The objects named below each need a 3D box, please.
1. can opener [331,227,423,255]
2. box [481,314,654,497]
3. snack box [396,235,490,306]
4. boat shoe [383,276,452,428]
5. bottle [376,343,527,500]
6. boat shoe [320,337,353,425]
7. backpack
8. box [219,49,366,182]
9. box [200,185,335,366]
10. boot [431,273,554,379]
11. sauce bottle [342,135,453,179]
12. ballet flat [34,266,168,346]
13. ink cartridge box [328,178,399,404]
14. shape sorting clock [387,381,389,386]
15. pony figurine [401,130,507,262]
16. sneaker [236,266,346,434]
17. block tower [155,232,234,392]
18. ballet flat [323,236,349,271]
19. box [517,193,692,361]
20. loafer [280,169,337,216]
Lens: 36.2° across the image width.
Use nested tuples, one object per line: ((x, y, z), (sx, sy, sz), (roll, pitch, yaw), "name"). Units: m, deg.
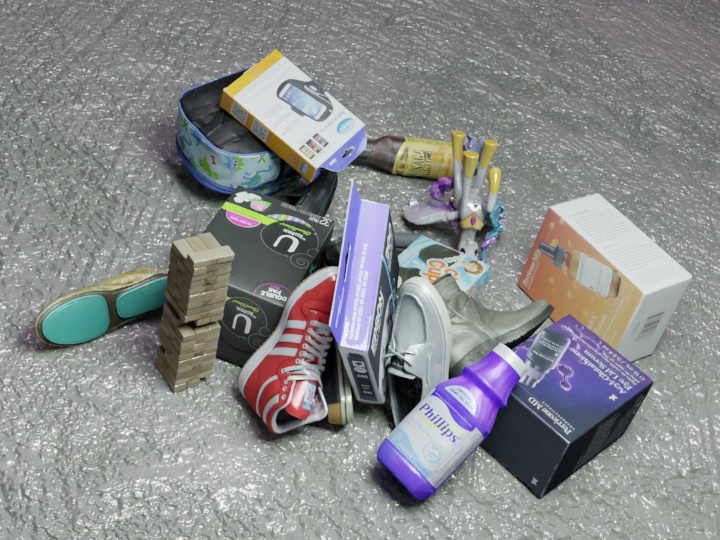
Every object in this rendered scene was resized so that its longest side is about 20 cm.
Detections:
((0.012, -0.030, 1.559), (0.199, 0.054, 0.067), (3, 9, -27), "can opener")
((0.247, 0.167, 1.392), (0.148, 0.105, 0.199), (40, 43, 26), "box")
((0.076, 0.034, 1.475), (0.116, 0.037, 0.200), (25, 43, 24), "snack box")
((0.065, 0.110, 1.319), (0.070, 0.202, 0.071), (13, 28, 36), "boat shoe")
((0.111, 0.172, 1.284), (0.200, 0.065, 0.083), (-44, 63, -6), "bottle")
((-0.047, 0.105, 1.375), (0.062, 0.075, 0.201), (-7, 50, 0), "boat shoe")
((-0.172, -0.195, 1.640), (0.199, 0.148, 0.183), (-22, 57, -35), "backpack")
((-0.088, -0.214, 1.565), (0.200, 0.042, 0.119), (42, 57, 6), "box")
((-0.138, 0.010, 1.422), (0.148, 0.125, 0.200), (20, 39, 6), "box")
((0.148, 0.051, 1.402), (0.199, 0.068, 0.131), (-28, 72, -34), "boot")
((0.069, -0.186, 1.793), (0.198, 0.066, 0.066), (3, 40, -13), "sauce bottle")
((-0.323, 0.042, 1.371), (0.199, 0.071, 0.071), (-21, 51, -38), "ballet flat")
((0.010, 0.027, 1.309), (0.043, 0.200, 0.199), (2, 60, 12), "ink cartridge box")
((0.058, 0.086, 1.471), (0.198, 0.039, 0.201), (2, 38, -1), "shape sorting clock")
((0.156, -0.100, 1.645), (0.165, 0.202, 0.193), (2, 24, -7), "pony figurine")
((-0.061, 0.099, 1.286), (0.071, 0.201, 0.113), (22, 20, -41), "sneaker")
((-0.197, 0.047, 1.291), (0.054, 0.201, 0.058), (-15, 48, -35), "block tower")
((0.000, 0.000, 1.486), (0.057, 0.066, 0.200), (59, 12, 17), "ballet flat")
((0.344, 0.015, 1.576), (0.106, 0.153, 0.200), (-15, 47, -33), "box")
((-0.082, -0.096, 1.618), (0.070, 0.068, 0.201), (25, 41, -5), "loafer")
